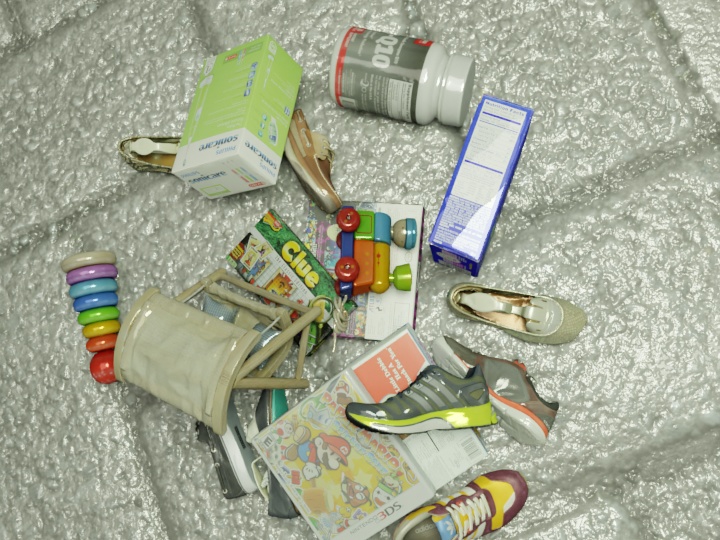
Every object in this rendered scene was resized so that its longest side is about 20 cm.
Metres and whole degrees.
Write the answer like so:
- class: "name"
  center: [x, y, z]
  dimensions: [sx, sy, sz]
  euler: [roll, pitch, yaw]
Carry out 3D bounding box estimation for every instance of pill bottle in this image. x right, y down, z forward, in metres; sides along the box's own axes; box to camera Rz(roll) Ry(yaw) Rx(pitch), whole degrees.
- class: "pill bottle"
  center: [0.062, -0.280, 0.979]
  dimensions: [0.195, 0.114, 0.117]
  euler: [15, 86, 14]

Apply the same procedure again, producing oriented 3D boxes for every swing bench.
- class: "swing bench"
  center: [-0.191, 0.098, 0.908]
  dimensions: [0.195, 0.199, 0.133]
  euler: [18, 107, 28]

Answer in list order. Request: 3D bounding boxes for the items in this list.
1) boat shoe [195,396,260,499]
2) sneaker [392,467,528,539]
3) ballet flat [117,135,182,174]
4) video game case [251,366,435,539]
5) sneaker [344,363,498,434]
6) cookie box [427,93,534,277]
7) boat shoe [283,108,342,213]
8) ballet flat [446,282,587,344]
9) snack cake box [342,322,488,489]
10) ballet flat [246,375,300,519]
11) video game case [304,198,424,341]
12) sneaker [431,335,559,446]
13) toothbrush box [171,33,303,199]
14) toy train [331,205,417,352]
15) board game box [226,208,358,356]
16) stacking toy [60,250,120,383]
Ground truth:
- class: "boat shoe"
  center: [-0.213, 0.242, 1.001]
  dimensions: [0.065, 0.070, 0.204]
  euler: [-25, 86, 6]
- class: "sneaker"
  center: [0.135, 0.331, 0.896]
  dimensions: [0.197, 0.090, 0.076]
  euler: [-31, 77, 7]
- class: "ballet flat"
  center: [-0.296, -0.185, 1.066]
  dimensions: [0.195, 0.075, 0.070]
  euler: [5, 83, 13]
- class: "video game case"
  center: [-0.026, 0.261, 0.903]
  dimensions: [0.181, 0.023, 0.202]
  euler: [-37, 88, 18]
- class: "sneaker"
  center: [0.075, 0.163, 0.849]
  dimensions: [0.195, 0.074, 0.083]
  euler: [-1, 77, -15]
- class: "cookie box"
  center: [0.160, -0.107, 0.907]
  dimensions: [0.074, 0.171, 0.204]
  euler: [20, 87, 11]
- class: "boat shoe"
  center: [-0.074, -0.173, 1.003]
  dimensions: [0.071, 0.076, 0.202]
  euler: [-31, 63, -3]
- class: "ballet flat"
  center: [0.213, 0.060, 0.928]
  dimensions: [0.195, 0.062, 0.069]
  euler: [9, 85, 13]
- class: "snack cake box"
  center: [0.073, 0.190, 0.921]
  dimensions: [0.114, 0.067, 0.202]
  euler: [-33, 89, 7]
- class: "ballet flat"
  center: [-0.131, 0.259, 0.977]
  dimensions: [0.071, 0.073, 0.205]
  euler: [-14, 82, 10]
- class: "video game case"
  center: [0.000, 0.000, 0.996]
  dimensions: [0.177, 0.036, 0.206]
  euler: [3, 84, 13]
- class: "sneaker"
  center: [0.187, 0.151, 0.931]
  dimensions: [0.199, 0.077, 0.082]
  euler: [41, 65, 13]
- class: "toothbrush box"
  center: [-0.180, -0.223, 0.991]
  dimensions: [0.143, 0.086, 0.205]
  euler: [-7, 62, 36]
- class: "toy train"
  center: [0.020, 0.015, 0.919]
  dimensions: [0.112, 0.085, 0.205]
  euler: [2, 69, -2]
- class: "board game box"
  center: [-0.104, 0.016, 0.992]
  dimensions: [0.105, 0.023, 0.200]
  euler: [-44, 74, 5]
- class: "stacking toy"
  center: [-0.411, 0.076, 1.059]
  dimensions: [0.083, 0.085, 0.205]
  euler: [-14, 84, 10]
